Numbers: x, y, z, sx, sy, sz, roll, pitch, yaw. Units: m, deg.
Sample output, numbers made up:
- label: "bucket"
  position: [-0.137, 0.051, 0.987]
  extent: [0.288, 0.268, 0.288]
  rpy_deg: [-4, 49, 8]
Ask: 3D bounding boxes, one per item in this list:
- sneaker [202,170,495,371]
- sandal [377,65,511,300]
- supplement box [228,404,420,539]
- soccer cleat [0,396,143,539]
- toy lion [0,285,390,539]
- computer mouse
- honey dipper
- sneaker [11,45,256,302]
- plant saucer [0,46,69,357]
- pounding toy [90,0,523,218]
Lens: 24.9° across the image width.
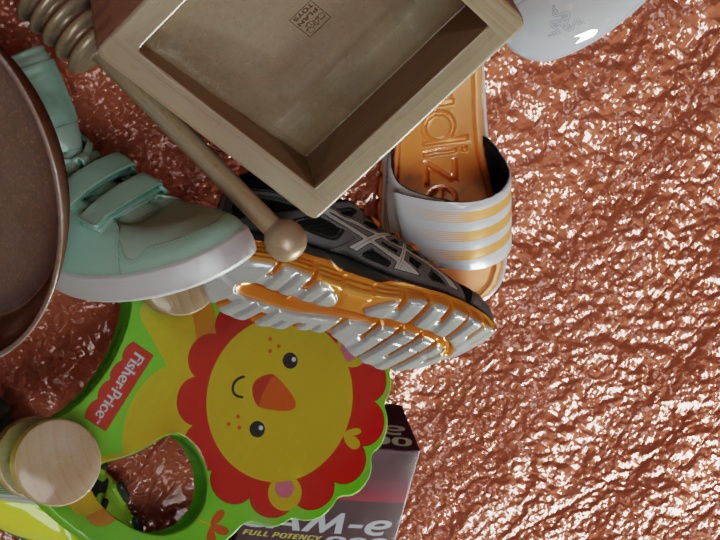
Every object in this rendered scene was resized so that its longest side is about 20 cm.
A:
- label: "sneaker"
  position: [0.000, 0.000, 0.933]
  extent: [0.200, 0.077, 0.078]
  rpy_deg: [23, 138, -36]
- label: "sandal"
  position: [0.049, -0.060, 0.954]
  extent: [0.079, 0.059, 0.207]
  rpy_deg: [-13, 119, -8]
- label: "supplement box"
  position: [-0.040, 0.181, 1.055]
  extent: [0.109, 0.061, 0.200]
  rpy_deg: [6, 114, -17]
- label: "soccer cleat"
  position: [-0.214, 0.132, 0.996]
  extent: [0.084, 0.065, 0.200]
  rpy_deg: [-22, 129, 32]
- label: "toy lion"
  position: [-0.083, 0.085, 0.943]
  extent: [0.192, 0.069, 0.200]
  rpy_deg: [38, 72, -18]
- label: "computer mouse"
  position: [0.160, -0.193, 0.924]
  extent: [0.110, 0.044, 0.200]
  rpy_deg: [36, 103, -28]
- label: "honey dipper"
  position: [-0.100, -0.080, 0.861]
  extent: [0.200, 0.038, 0.038]
  rpy_deg: [44, 101, 5]
- label: "sneaker"
  position: [-0.148, -0.054, 0.850]
  extent: [0.200, 0.074, 0.118]
  rpy_deg: [9, 117, 31]
- label: "plant saucer"
  position: [-0.220, -0.050, 0.835]
  extent: [0.200, 0.034, 0.201]
  rpy_deg: [12, 115, 28]
- label: "pounding toy"
  position: [-0.040, -0.175, 0.846]
  extent: [0.184, 0.142, 0.200]
  rpy_deg: [-42, 123, 17]
